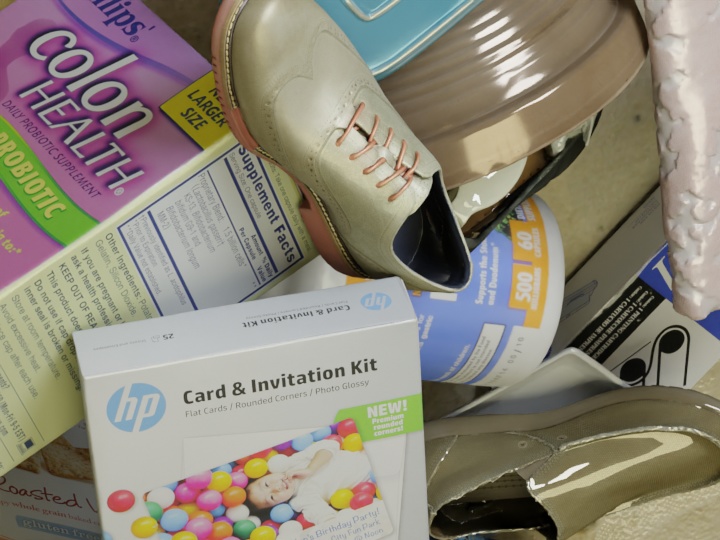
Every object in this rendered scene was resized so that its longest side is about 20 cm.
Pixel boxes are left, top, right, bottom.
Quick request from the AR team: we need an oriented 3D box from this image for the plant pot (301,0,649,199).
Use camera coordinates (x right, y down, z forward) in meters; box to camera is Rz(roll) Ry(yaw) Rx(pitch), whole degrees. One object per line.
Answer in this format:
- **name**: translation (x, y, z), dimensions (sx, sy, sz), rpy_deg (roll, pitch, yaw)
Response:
- **plant pot**: translation (0.037, -0.120, 1.359), dimensions (0.200, 0.201, 0.093), rpy_deg (-27, 111, -3)

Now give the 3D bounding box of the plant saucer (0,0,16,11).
- **plant saucer**: translation (-0.264, -0.107, 1.337), dimensions (0.199, 0.048, 0.201), rpy_deg (6, 117, -23)

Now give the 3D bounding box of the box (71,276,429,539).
- **box**: translation (-0.046, 0.106, 1.264), dimensions (0.155, 0.041, 0.201), rpy_deg (-9, 123, -9)

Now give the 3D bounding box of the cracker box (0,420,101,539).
- **cracker box**: translation (-0.177, 0.125, 1.414), dimensions (0.134, 0.200, 0.058), rpy_deg (16, 115, -27)

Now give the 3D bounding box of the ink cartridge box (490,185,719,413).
- **ink cartridge box**: translation (0.174, 0.021, 1.579), dimensions (0.094, 0.044, 0.200), rpy_deg (35, 103, -34)

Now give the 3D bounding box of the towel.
- **towel**: translation (0.229, -0.095, 1.385), dimensions (0.191, 0.032, 0.201), rpy_deg (-21, 116, -27)

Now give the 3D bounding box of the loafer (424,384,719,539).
- **loafer**: translation (0.119, 0.116, 1.511), dimensions (0.199, 0.068, 0.076), rpy_deg (-10, 139, 12)

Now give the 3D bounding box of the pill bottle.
- **pill bottle**: translation (0.000, 0.000, 1.460), dimensions (0.199, 0.112, 0.112), rpy_deg (6, 117, -24)

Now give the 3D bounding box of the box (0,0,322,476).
- **box**: translation (-0.153, -0.028, 1.281), dimensions (0.200, 0.176, 0.097), rpy_deg (-34, 135, -12)

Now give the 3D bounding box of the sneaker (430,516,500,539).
- **sneaker**: translation (0.049, 0.182, 1.568), dimensions (0.199, 0.082, 0.074), rpy_deg (16, 78, -21)

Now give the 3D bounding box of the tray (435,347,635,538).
- **tray**: translation (0.082, 0.104, 1.567), dimensions (0.200, 0.022, 0.107), rpy_deg (-32, 129, 33)

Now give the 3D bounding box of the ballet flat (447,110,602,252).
- **ballet flat**: translation (0.086, -0.071, 1.419), dimensions (0.068, 0.068, 0.200), rpy_deg (42, 62, -10)

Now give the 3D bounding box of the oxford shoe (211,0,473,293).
- **oxford shoe**: translation (-0.001, -0.061, 1.206), dimensions (0.071, 0.074, 0.200), rpy_deg (-56, 141, -16)

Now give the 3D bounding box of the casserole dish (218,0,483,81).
- **casserole dish**: translation (0.024, -0.162, 1.239), dimensions (0.200, 0.039, 0.121), rpy_deg (-40, 123, 2)
